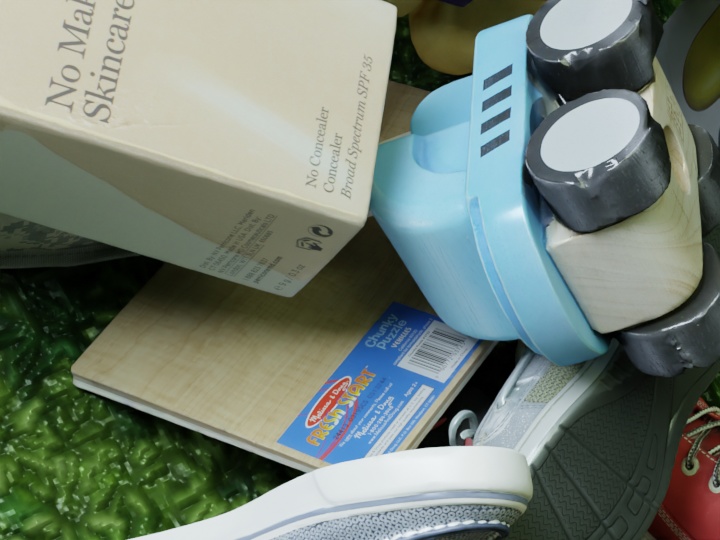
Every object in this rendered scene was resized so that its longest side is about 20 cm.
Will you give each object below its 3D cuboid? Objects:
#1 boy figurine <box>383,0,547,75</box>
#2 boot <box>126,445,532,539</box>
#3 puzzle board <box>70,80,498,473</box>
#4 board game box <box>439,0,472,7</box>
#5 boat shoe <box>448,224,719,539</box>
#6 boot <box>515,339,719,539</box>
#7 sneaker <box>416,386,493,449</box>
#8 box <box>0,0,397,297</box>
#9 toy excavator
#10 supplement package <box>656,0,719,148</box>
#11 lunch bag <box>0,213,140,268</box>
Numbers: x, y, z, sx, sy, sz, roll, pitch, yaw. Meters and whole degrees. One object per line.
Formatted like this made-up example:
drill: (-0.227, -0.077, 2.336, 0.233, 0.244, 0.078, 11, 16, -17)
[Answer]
boy figurine: (0.000, -0.154, 0.925, 0.200, 0.064, 0.125, 36, 51, -27)
boot: (-0.020, 0.128, 0.800, 0.073, 0.199, 0.091, 18, 58, -49)
puzzle board: (0.000, 0.000, 0.918, 0.150, 0.017, 0.200, 18, 52, 31)
board game box: (-0.037, -0.174, 0.835, 0.199, 0.032, 0.121, 12, 63, -38)
boat shoe: (0.083, 0.049, 0.870, 0.075, 0.065, 0.202, 52, 59, -36)
boot: (0.150, 0.071, 0.905, 0.072, 0.144, 0.200, -30, 76, -29)
sneaker: (0.042, 0.145, 0.884, 0.086, 0.074, 0.201, 23, 57, -30)
box: (-0.096, -0.069, 0.796, 0.199, 0.078, 0.095, 16, 64, -18)
toy excavator: (0.033, -0.037, 0.865, 0.195, 0.199, 0.100, -85, 151, -47)
supplement package: (0.244, -0.083, 0.985, 0.150, 0.200, 0.153, -1, 64, -21)
lunch bag: (-0.147, -0.091, 0.897, 0.199, 0.118, 0.165, -4, 68, -28)
